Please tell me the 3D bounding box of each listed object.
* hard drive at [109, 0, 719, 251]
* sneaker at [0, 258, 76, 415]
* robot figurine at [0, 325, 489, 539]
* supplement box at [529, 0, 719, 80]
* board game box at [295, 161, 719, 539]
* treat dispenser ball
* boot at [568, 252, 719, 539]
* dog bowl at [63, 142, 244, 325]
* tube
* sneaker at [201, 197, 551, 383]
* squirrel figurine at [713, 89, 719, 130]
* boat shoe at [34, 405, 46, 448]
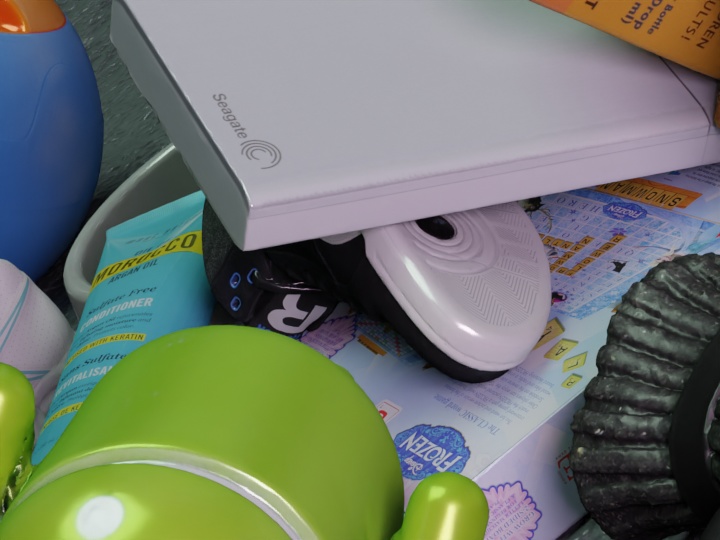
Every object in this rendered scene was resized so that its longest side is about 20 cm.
[{"bbox_3d":[0.025,-0.071,1.060,0.199,0.027,0.132,-11,43,-23],"label":"hard drive"},{"bbox_3d":[-0.202,0.074,1.297,0.070,0.080,0.201,-7,35,45],"label":"sneaker"},{"bbox_3d":[-0.052,0.092,0.914,0.174,0.116,0.200,15,24,7],"label":"robot figurine"},{"bbox_3d":[0.131,-0.111,1.054,0.067,0.199,0.069,-55,43,22],"label":"supplement box"},{"bbox_3d":[0.065,0.022,1.083,0.199,0.041,0.200,-38,22,-12],"label":"board game box"},{"bbox_3d":[-0.230,-0.071,1.474,0.200,0.201,0.201,-28,22,12],"label":"treat dispenser ball"},{"bbox_3d":[0.115,0.065,0.866,0.157,0.080,0.211,0,28,43],"label":"boot"},{"bbox_3d":[-0.046,-0.021,1.309,0.199,0.059,0.200,-28,23,12],"label":"dog bowl"},{"bbox_3d":[-0.090,0.031,1.172,0.077,0.051,0.201,-16,32,21],"label":"tube"},{"bbox_3d":[0.000,0.000,1.089,0.112,0.073,0.200,-63,37,30],"label":"sneaker"},{"bbox_3d":[0.218,-0.086,0.949,0.199,0.142,0.187,-26,41,-13],"label":"squirrel figurine"},{"bbox_3d":[-0.199,0.127,1.195,0.200,0.066,0.072,-39,22,-14],"label":"boat shoe"}]
